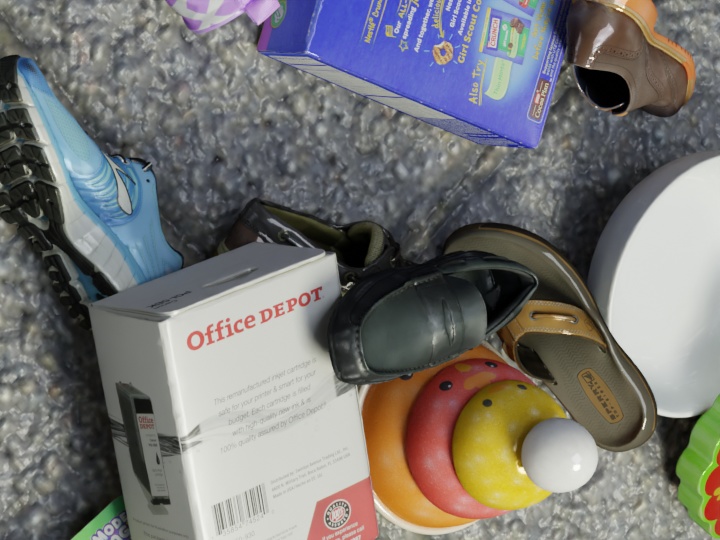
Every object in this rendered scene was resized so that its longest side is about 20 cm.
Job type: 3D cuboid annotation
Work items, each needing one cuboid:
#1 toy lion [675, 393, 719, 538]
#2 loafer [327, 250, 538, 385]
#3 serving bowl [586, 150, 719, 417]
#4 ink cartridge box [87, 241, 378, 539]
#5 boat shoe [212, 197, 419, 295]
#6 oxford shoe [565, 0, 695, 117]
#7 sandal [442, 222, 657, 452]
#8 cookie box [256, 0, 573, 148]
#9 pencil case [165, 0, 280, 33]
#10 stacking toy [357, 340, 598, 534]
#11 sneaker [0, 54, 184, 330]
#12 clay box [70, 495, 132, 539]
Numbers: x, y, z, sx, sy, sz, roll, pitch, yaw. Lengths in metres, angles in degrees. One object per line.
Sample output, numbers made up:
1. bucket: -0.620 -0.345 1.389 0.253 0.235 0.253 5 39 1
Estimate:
1. toy lion: 0.317 0.105 1.924 0.192 0.069 0.200 -21 131 -27
2. loafer: 0.047 0.026 1.676 0.201 0.070 0.068 -25 107 -55
3. serving bowl: 0.235 0.004 1.890 0.200 0.066 0.200 -14 114 -34
4. ink cartridge box: -0.079 0.096 1.649 0.147 0.083 0.200 -21 110 -38
5. boat shoe: 0.000 0.000 1.748 0.200 0.073 0.065 12 118 -31
6. oxford shoe: 0.183 -0.141 1.827 0.200 0.071 0.073 38 71 -61
7. sandal: 0.130 0.051 1.808 0.200 0.082 0.055 55 34 -6
8. cookie box: 0.048 -0.195 1.775 0.200 0.075 0.171 21 82 -31
9. pencil case: -0.128 -0.246 1.663 0.084 0.085 0.200 -46 114 -19
10. stacking toy: 0.097 0.115 1.745 0.146 0.200 0.146 -1 93 -32
11. sneaker: -0.180 -0.055 1.659 0.090 0.078 0.200 -47 120 -38
12. clay box: -0.145 0.252 1.695 0.115 0.048 0.200 -42 110 -25
